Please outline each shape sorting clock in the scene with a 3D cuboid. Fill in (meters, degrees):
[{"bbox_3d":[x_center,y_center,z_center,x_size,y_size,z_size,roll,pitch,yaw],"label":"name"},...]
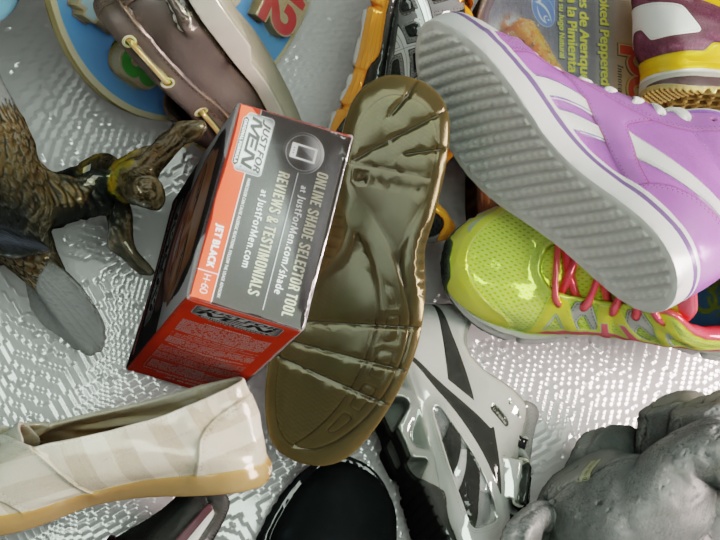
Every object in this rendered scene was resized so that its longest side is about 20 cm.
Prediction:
[{"bbox_3d":[-0.087,-0.177,1.404,0.200,0.039,0.201,-21,118,-46],"label":"shape sorting clock"}]

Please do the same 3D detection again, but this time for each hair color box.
[{"bbox_3d":[-0.063,-0.005,1.340,0.061,0.200,0.102,17,74,-10],"label":"hair color box"}]

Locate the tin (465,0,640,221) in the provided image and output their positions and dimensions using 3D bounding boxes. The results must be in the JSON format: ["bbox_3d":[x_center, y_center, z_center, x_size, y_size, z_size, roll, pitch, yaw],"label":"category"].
[{"bbox_3d":[0.113,-0.078,1.486,0.111,0.042,0.201,3,78,-9],"label":"tin"}]

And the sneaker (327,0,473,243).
[{"bbox_3d":[0.034,-0.105,1.445,0.077,0.078,0.201,15,85,9],"label":"sneaker"}]

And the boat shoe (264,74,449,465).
[{"bbox_3d":[-0.001,-0.001,1.378,0.071,0.066,0.202,14,94,-5],"label":"boat shoe"}]

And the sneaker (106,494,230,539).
[{"bbox_3d":[-0.164,0.155,1.348,0.115,0.076,0.200,42,73,1],"label":"sneaker"}]

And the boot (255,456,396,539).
[{"bbox_3d":[-0.019,0.177,1.331,0.073,0.162,0.199,27,73,-8],"label":"boot"}]

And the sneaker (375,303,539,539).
[{"bbox_3d":[0.064,0.108,1.413,0.088,0.074,0.201,-18,81,-17],"label":"sneaker"}]

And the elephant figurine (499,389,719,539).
[{"bbox_3d":[0.182,0.175,1.409,0.155,0.142,0.201,-22,101,11],"label":"elephant figurine"}]

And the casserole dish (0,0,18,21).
[{"bbox_3d":[-0.225,-0.158,1.358,0.120,0.200,0.039,-1,110,-9],"label":"casserole dish"}]

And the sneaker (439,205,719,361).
[{"bbox_3d":[0.141,0.002,1.410,0.199,0.090,0.079,6,85,-14],"label":"sneaker"}]

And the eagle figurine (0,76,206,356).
[{"bbox_3d":[-0.202,-0.051,1.351,0.199,0.152,0.151,3,38,-29],"label":"eagle figurine"}]

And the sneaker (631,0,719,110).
[{"bbox_3d":[0.239,-0.133,1.492,0.199,0.075,0.091,0,83,-32],"label":"sneaker"}]

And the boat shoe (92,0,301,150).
[{"bbox_3d":[-0.075,-0.096,1.378,0.059,0.200,0.072,-25,59,5],"label":"boat shoe"}]

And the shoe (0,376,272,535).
[{"bbox_3d":[-0.145,0.091,1.352,0.199,0.070,0.054,-8,107,-3],"label":"shoe"}]

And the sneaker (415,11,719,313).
[{"bbox_3d":[0.123,-0.069,1.388,0.114,0.073,0.201,-31,69,-35],"label":"sneaker"}]
